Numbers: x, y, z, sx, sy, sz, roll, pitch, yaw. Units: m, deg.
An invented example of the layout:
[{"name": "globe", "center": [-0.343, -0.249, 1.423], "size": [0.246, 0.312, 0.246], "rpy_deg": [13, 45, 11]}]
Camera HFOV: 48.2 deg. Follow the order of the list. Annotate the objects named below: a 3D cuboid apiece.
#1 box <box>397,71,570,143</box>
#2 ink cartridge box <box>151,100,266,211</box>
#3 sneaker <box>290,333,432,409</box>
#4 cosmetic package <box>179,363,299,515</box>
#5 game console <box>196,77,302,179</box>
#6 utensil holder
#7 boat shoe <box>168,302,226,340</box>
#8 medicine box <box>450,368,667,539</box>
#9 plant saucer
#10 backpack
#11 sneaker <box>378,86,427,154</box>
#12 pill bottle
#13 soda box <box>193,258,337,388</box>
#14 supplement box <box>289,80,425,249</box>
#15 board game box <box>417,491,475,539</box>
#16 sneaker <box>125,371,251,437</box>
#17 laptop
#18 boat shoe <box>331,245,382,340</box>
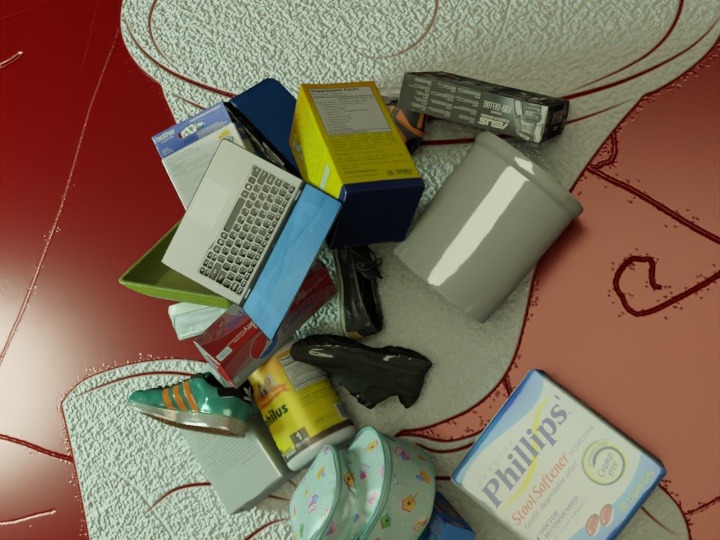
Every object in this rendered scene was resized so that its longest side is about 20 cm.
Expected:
[{"name": "box", "center": [0.171, -0.226, 1.092], "size": [0.199, 0.158, 0.050], "rpy_deg": [18, 110, 19]}, {"name": "ink cartridge box", "center": [-0.188, -0.116, 1.100], "size": [0.119, 0.042, 0.201], "rpy_deg": [-24, 98, 14]}, {"name": "sneaker", "center": [-0.002, 0.142, 1.112], "size": [0.199, 0.076, 0.091], "rpy_deg": [13, 96, -8]}, {"name": "cosmetic package", "center": [-0.191, 0.244, 1.187], "size": [0.101, 0.071, 0.200], "rpy_deg": [-38, 72, 10]}, {"name": "game console", "center": [-0.131, -0.151, 1.163], "size": [0.200, 0.118, 0.171], "rpy_deg": [46, 107, 1]}, {"name": "utensil holder", "center": [0.165, -0.054, 1.067], "size": [0.170, 0.170, 0.200], "rpy_deg": [40, 96, 19]}, {"name": "boat shoe", "center": [-0.194, 0.067, 1.224], "size": [0.200, 0.070, 0.072], "rpy_deg": [-11, 96, 16]}, {"name": "medicine box", "center": [0.250, 0.256, 1.028], "size": [0.200, 0.103, 0.182], "rpy_deg": [37, 94, 18]}, {"name": "plant saucer", "center": [-0.218, -0.011, 1.195], "size": [0.199, 0.200, 0.048], "rpy_deg": [7, 128, 25]}, {"name": "backpack", "center": [0.002, 0.305, 1.041], "size": [0.153, 0.176, 0.200], "rpy_deg": [32, 102, -18]}, {"name": "sneaker", "center": [-0.002, -0.210, 1.191], "size": [0.199, 0.078, 0.113], "rpy_deg": [3, 82, 18]}, {"name": "pill bottle", "center": [-0.096, 0.174, 1.148], "size": [0.109, 0.109, 0.200], "rpy_deg": [-34, 73, 10]}, {"name": "soda box", "center": [-0.127, 0.062, 1.103], "size": [0.063, 0.070, 0.200], "rpy_deg": [34, 68, 34]}, {"name": "supplement box", "center": [-0.011, -0.140, 1.050], "size": [0.108, 0.110, 0.201], "rpy_deg": [-7, 54, -21]}, {"name": "board game box", "center": [0.072, 0.398, 1.039], "size": [0.045, 0.152, 0.201], "rpy_deg": [22, 90, -11]}, {"name": "sneaker", "center": [-0.239, 0.183, 1.144], "size": [0.199, 0.071, 0.080], "rpy_deg": [5, 67, 23]}, {"name": "laptop", "center": [-0.143, -0.045, 1.012], "size": [0.199, 0.116, 0.188], "rpy_deg": [28, 94, 4]}, {"name": "boat shoe", "center": [0.000, 0.000, 1.159], "size": [0.062, 0.075, 0.201], "rpy_deg": [-5, 87, 30]}]
